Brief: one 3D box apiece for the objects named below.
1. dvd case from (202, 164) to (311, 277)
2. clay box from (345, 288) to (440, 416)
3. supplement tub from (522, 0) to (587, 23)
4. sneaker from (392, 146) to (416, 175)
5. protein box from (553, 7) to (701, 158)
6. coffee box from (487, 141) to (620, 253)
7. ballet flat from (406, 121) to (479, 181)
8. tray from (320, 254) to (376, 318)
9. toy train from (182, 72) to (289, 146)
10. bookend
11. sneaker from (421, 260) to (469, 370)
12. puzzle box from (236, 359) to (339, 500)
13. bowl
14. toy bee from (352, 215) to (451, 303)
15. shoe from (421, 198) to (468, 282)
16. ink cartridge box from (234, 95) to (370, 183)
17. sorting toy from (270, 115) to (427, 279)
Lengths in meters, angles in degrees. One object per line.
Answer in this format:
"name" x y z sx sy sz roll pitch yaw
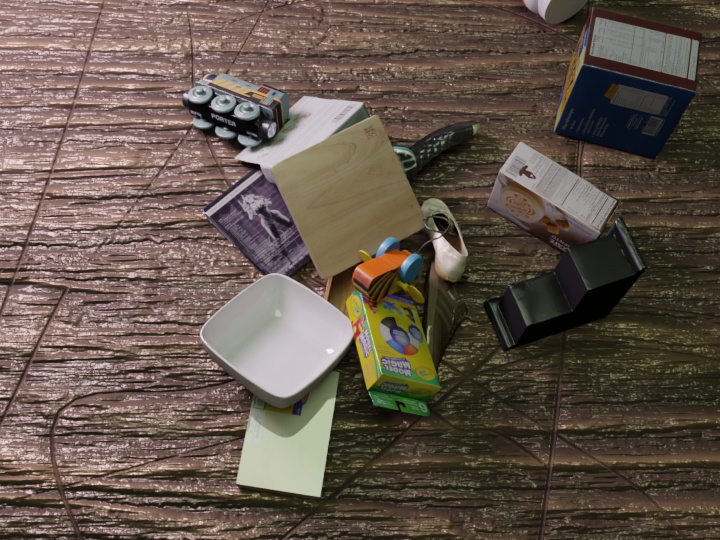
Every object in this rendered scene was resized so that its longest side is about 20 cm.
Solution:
"dvd case" -0.157 -0.083 1.525 0.148 0.016 0.200 -41 73 -20
"clay box" 0.052 0.123 1.347 0.114 0.048 0.202 16 39 -31
"supplement tub" 0.361 -0.606 1.738 0.143 0.145 0.202 -26 68 -15
"sneaker" 0.004 -0.200 1.540 0.197 0.078 0.080 1 50 21
"protein box" 0.477 -0.334 1.581 0.197 0.199 0.137 15 63 4
"coffee box" 0.330 -0.115 1.515 0.199 0.115 0.080 34 66 12
"ballet flat" 0.135 -0.218 1.596 0.198 0.066 0.057 -30 108 -15
"tray" 0.000 0.000 1.483 0.097 0.037 0.203 11 65 2
"toy train" -0.224 -0.297 1.586 0.198 0.086 0.114 22 51 21
"bookend" 0.319 0.026 1.396 0.197 0.199 0.093 -17 67 -11
"sneaker" 0.140 0.076 1.435 0.074 0.071 0.203 9 65 -4
"puzzle box" -0.110 0.245 1.362 0.131 0.026 0.203 9 64 2
"bowl" -0.127 0.118 1.372 0.199 0.075 0.199 32 51 22
"toy bee" 0.067 0.007 1.385 0.197 0.110 0.131 -13 45 -23
"shoe" 0.146 -0.064 1.481 0.069 0.054 0.202 7 40 -16
"ink cartridge box" -0.104 -0.233 1.567 0.172 0.044 0.200 17 55 47
"sorting toy" -0.023 -0.119 1.444 0.198 0.070 0.201 -27 96 -12
